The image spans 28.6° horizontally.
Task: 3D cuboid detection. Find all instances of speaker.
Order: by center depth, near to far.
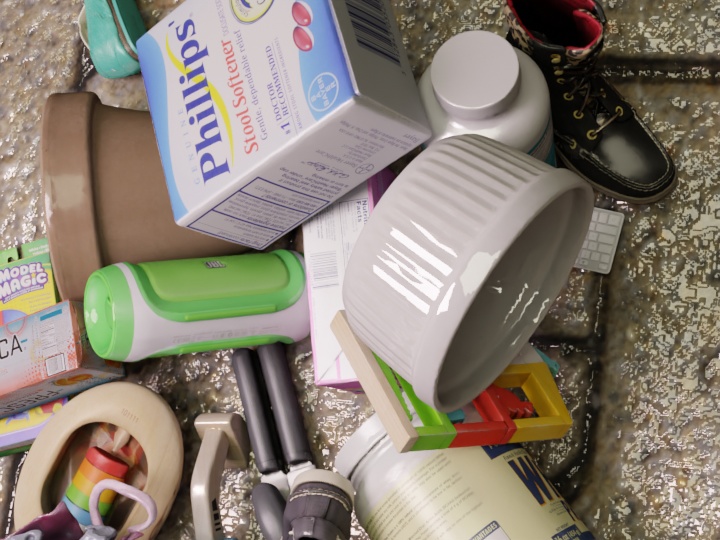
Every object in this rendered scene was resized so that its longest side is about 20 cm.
[{"bbox_3d":[-0.131,0.029,1.213,0.199,0.088,0.089,-5,70,-31],"label":"speaker"}]

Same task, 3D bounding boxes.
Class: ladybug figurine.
[{"bbox_3d":[-0.230,0.188,1.260,0.135,0.072,0.201,33,97,2],"label":"ladybug figurine"}]

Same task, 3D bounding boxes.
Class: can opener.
[{"bbox_3d":[-0.074,0.156,1.234,0.053,0.067,0.201,-19,73,11],"label":"can opener"}]

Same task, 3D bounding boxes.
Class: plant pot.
[{"bbox_3d":[-0.185,-0.066,1.273,0.173,0.200,0.202,-6,75,-4],"label":"plant pot"}]

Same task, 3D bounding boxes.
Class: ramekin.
[{"bbox_3d":[0.074,-0.005,1.045,0.105,0.200,0.201,34,89,21],"label":"ramekin"}]

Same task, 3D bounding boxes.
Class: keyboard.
[{"bbox_3d":[0.130,-0.044,1.249,0.199,0.011,0.057,13,82,19],"label":"keyboard"}]

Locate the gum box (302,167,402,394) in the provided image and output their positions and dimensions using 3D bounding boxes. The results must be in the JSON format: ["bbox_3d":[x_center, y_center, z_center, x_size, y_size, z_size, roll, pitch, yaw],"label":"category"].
[{"bbox_3d":[0.000,0.000,1.215,0.066,0.113,0.202,-7,80,15],"label":"gum box"}]

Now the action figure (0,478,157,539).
[{"bbox_3d":[-0.242,0.280,1.208,0.133,0.201,0.149,21,53,29],"label":"action figure"}]

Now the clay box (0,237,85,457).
[{"bbox_3d":[-0.326,0.068,1.341,0.114,0.048,0.201,-15,74,14],"label":"clay box"}]

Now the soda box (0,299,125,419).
[{"bbox_3d":[-0.307,0.087,1.252,0.199,0.068,0.064,-19,71,25],"label":"soda box"}]

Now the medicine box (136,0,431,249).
[{"bbox_3d":[-0.066,-0.148,1.136,0.199,0.103,0.183,-31,61,30],"label":"medicine box"}]

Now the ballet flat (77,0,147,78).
[{"bbox_3d":[-0.258,-0.277,1.392,0.070,0.067,0.201,-25,69,25],"label":"ballet flat"}]

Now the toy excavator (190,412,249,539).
[{"bbox_3d":[-0.129,0.242,1.206,0.099,0.194,0.202,-2,105,16],"label":"toy excavator"}]

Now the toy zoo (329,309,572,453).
[{"bbox_3d":[0.085,0.082,1.127,0.021,0.199,0.132,-59,46,35],"label":"toy zoo"}]

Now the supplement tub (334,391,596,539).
[{"bbox_3d":[0.085,0.199,1.135,0.145,0.145,0.200,-40,70,5],"label":"supplement tub"}]

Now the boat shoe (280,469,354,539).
[{"bbox_3d":[-0.038,0.246,1.140,0.072,0.201,0.063,6,43,4],"label":"boat shoe"}]

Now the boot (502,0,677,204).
[{"bbox_3d":[0.187,-0.154,1.179,0.073,0.151,0.200,-36,67,-7],"label":"boot"}]

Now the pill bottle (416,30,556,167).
[{"bbox_3d":[0.104,-0.115,1.164,0.110,0.200,0.112,-4,66,9],"label":"pill bottle"}]

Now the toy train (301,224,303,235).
[{"bbox_3d":[-0.059,-0.134,1.270,0.084,0.116,0.202,-3,77,16],"label":"toy train"}]
